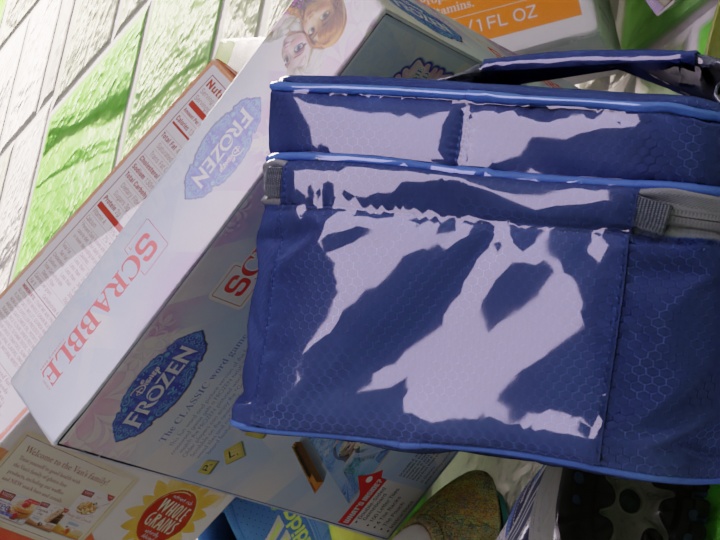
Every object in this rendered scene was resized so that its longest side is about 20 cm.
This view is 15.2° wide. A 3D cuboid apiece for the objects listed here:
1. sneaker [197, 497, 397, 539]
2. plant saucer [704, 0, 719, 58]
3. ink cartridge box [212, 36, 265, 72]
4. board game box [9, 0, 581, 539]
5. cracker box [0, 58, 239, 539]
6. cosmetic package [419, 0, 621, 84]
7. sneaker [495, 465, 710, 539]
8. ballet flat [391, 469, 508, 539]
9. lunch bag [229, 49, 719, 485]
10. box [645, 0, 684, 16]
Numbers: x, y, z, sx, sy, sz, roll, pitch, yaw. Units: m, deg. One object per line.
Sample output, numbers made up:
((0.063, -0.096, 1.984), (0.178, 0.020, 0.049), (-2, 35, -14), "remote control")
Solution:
((-0.024, 0.058, 1.136), (0.076, 0.105, 0.200), (21, 111, 50), "sneaker")
((0.183, -0.095, 0.925), (0.200, 0.031, 0.200), (-52, 27, 41), "plant saucer")
((-0.039, -0.043, 1.378), (0.148, 0.076, 0.200), (-70, 19, -2), "ink cartridge box")
((0.000, 0.000, 1.015), (0.200, 0.199, 0.041), (-52, 51, 13), "board game box")
((-0.074, 0.028, 1.060), (0.200, 0.134, 0.058), (-46, 52, 6), "cracker box")
((0.039, -0.173, 1.140), (0.071, 0.101, 0.200), (37, -141, -73), "cosmetic package")
((0.066, 0.148, 0.944), (0.085, 0.077, 0.200), (-39, 26, 61), "sneaker")
((0.020, 0.155, 1.048), (0.071, 0.071, 0.200), (-47, 29, 46), "ballet flat")
((0.065, -0.005, 0.860), (0.200, 0.136, 0.133), (4, 89, 31), "lunch bag")
((0.083, -0.195, 1.076), (0.041, 0.200, 0.039), (-31, -9, -34), "box")
